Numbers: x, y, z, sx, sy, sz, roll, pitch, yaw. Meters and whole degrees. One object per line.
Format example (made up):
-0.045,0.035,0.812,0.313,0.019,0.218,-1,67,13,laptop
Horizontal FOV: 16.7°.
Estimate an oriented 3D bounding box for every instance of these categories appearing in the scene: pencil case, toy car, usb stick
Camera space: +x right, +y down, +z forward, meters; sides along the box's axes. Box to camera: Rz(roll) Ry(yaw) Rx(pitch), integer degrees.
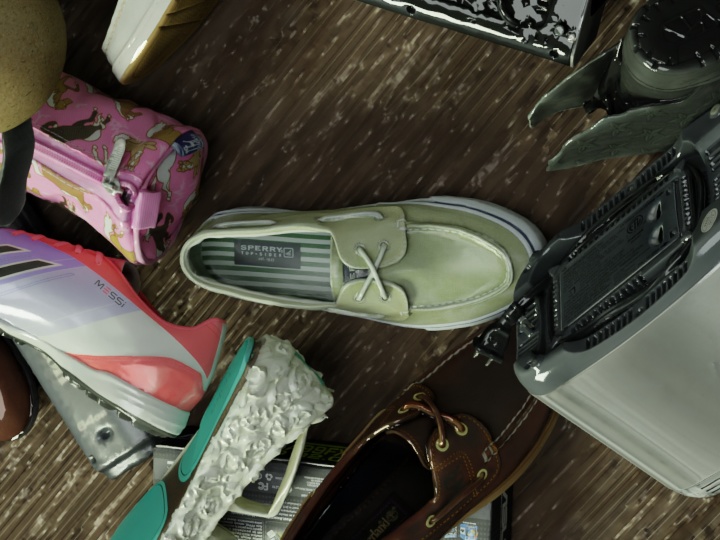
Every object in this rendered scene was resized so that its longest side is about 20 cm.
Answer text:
-0.181,-0.079,1.325,0.199,0.083,0.087,27,147,13,pencil case
-0.202,-0.124,1.220,0.157,0.163,0.202,9,95,46,toy car
-0.177,0.024,1.379,0.055,0.033,0.201,-32,91,21,usb stick

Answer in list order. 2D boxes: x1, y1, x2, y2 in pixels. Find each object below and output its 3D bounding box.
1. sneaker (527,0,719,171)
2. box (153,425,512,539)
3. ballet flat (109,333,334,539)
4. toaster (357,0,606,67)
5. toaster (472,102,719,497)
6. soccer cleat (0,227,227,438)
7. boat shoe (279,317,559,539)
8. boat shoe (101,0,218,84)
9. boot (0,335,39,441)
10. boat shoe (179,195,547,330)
0.185,-0.107,1.210,0.198,0.104,0.060,-17,69,-12,sneaker
-0.017,0.177,1.353,0.198,0.044,0.162,5,104,18,box
-0.079,0.126,1.307,0.072,0.072,0.201,37,110,8,ballet flat
0.051,-0.213,1.203,0.199,0.119,0.182,18,106,14,toaster
0.166,0.025,1.203,0.129,0.114,0.200,38,119,-21,toaster
-0.163,0.012,1.326,0.199,0.068,0.073,33,89,15,soccer cleat
0.033,0.100,1.264,0.070,0.070,0.200,35,81,28,boat shoe
-0.092,-0.192,1.280,0.069,0.071,0.201,35,113,8,boat shoe
-0.282,0.043,1.329,0.068,0.200,0.189,-42,87,22,boot
0.000,0.000,1.297,0.198,0.062,0.073,0,102,18,boat shoe
